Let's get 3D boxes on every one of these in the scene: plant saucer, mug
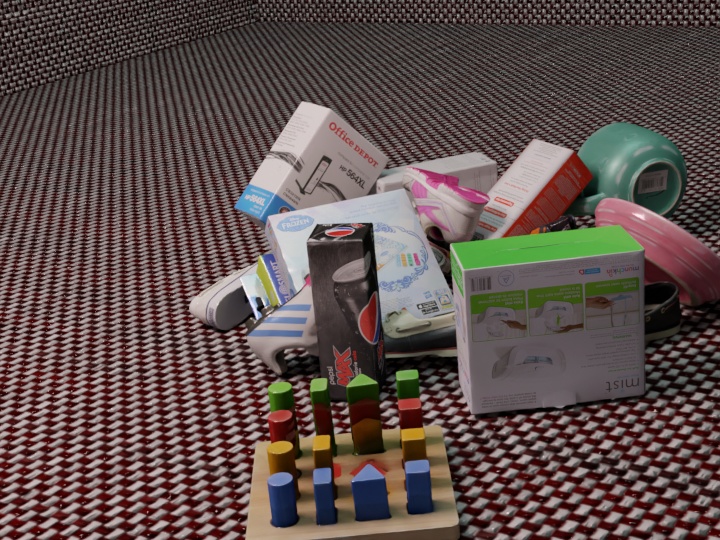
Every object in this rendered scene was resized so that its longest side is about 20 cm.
[{"bbox_3d":[0.379,-0.016,1.557,0.051,0.200,0.200,-56,34,-5],"label":"plant saucer"},{"bbox_3d":[0.396,-0.121,1.808,0.185,0.152,0.114,-53,30,1],"label":"mug"}]

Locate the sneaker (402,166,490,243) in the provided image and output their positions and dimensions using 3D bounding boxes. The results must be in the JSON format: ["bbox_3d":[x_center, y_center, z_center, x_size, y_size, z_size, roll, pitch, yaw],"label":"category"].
[{"bbox_3d":[0.110,-0.093,1.768,0.081,0.088,0.200,10,14,-23],"label":"sneaker"}]

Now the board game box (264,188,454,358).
[{"bbox_3d":[0.000,0.000,1.598,0.200,0.043,0.199,-12,63,-19],"label":"board game box"}]

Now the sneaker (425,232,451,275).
[{"bbox_3d":[0.057,-0.027,1.792,0.082,0.078,0.200,-14,31,-33],"label":"sneaker"}]

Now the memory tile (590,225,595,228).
[{"bbox_3d":[0.353,-0.026,1.772,0.153,0.017,0.200,-12,21,-19],"label":"memory tile"}]

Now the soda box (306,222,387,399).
[{"bbox_3d":[-0.014,0.048,1.408,0.071,0.200,0.063,-1,22,13],"label":"soda box"}]

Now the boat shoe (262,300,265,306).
[{"bbox_3d":[-0.057,0.007,1.713,0.060,0.076,0.200,3,22,39],"label":"boat shoe"}]

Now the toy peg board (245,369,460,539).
[{"bbox_3d":[-0.013,0.180,1.202,0.200,0.098,0.199,-6,20,1],"label":"toy peg board"}]

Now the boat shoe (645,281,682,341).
[{"bbox_3d":[0.304,0.063,1.485,0.201,0.063,0.074,-16,25,-23],"label":"boat shoe"}]

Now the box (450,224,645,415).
[{"bbox_3d":[0.209,0.056,1.361,0.200,0.177,0.097,-7,21,-3],"label":"box"}]

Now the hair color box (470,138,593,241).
[{"bbox_3d":[0.232,-0.091,1.769,0.200,0.061,0.101,-48,32,-7],"label":"hair color box"}]

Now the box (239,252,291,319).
[{"bbox_3d":[-0.047,0.022,1.631,0.200,0.048,0.122,-13,59,-20],"label":"box"}]

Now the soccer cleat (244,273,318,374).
[{"bbox_3d":[-0.049,0.049,1.482,0.200,0.086,0.070,-38,-8,19],"label":"soccer cleat"}]

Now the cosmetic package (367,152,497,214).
[{"bbox_3d":[0.115,-0.112,1.939,0.200,0.113,0.081,-10,21,-17],"label":"cosmetic package"}]

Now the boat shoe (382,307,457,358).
[{"bbox_3d":[0.063,0.076,1.491,0.200,0.063,0.071,-3,1,5],"label":"boat shoe"}]

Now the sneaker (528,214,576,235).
[{"bbox_3d":[0.280,-0.008,1.605,0.077,0.112,0.200,-19,24,-32],"label":"sneaker"}]

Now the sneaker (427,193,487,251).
[{"bbox_3d":[0.175,-0.065,1.848,0.200,0.080,0.086,-23,36,-26],"label":"sneaker"}]

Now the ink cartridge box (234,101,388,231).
[{"bbox_3d":[-0.072,-0.134,1.860,0.084,0.146,0.200,24,80,53],"label":"ink cartridge box"}]

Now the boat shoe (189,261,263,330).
[{"bbox_3d":[-0.159,0.022,1.719,0.070,0.071,0.200,14,34,36],"label":"boat shoe"}]
